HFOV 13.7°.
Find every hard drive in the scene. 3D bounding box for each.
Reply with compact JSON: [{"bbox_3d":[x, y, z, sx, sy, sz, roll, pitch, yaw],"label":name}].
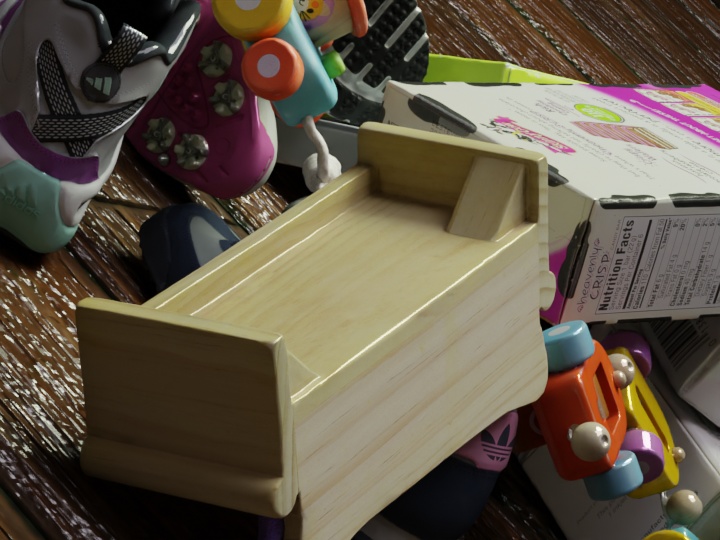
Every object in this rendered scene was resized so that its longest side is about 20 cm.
[{"bbox_3d":[0.044,-0.051,1.552,0.132,0.027,0.200,13,2,23],"label":"hard drive"}]

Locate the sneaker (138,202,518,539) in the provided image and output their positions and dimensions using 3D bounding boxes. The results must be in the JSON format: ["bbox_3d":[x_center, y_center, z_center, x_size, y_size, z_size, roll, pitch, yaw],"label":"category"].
[{"bbox_3d":[-0.010,0.026,1.196,0.200,0.082,0.070,48,18,28],"label":"sneaker"}]

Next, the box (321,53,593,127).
[{"bbox_3d":[0.055,-0.088,1.598,0.122,0.048,0.200,11,1,-38],"label":"box"}]

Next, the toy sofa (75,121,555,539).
[{"bbox_3d":[-0.011,0.027,1.068,0.083,0.098,0.200,11,28,29],"label":"toy sofa"}]

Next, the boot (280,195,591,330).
[{"bbox_3d":[0.000,0.000,1.361,0.200,0.068,0.131,5,14,-41],"label":"boot"}]

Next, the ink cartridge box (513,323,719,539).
[{"bbox_3d":[0.150,0.094,1.403,0.146,0.083,0.200,30,18,-36],"label":"ink cartridge box"}]

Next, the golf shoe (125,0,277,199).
[{"bbox_3d":[-0.079,-0.097,1.414,0.092,0.075,0.200,30,18,-46],"label":"golf shoe"}]

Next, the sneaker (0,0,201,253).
[{"bbox_3d":[-0.107,-0.102,1.205,0.078,0.140,0.200,29,17,-23],"label":"sneaker"}]

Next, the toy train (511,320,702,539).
[{"bbox_3d":[0.102,0.105,1.210,0.150,0.056,0.200,-65,136,-68],"label":"toy train"}]

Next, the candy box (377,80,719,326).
[{"bbox_3d":[0.119,-0.031,1.295,0.200,0.061,0.136,-1,24,-40],"label":"candy box"}]

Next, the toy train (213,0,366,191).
[{"bbox_3d":[-0.024,-0.112,1.273,0.150,0.056,0.200,60,7,-38],"label":"toy train"}]

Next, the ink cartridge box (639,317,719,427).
[{"bbox_3d":[0.206,0.057,1.411,0.200,0.057,0.163,43,12,-27],"label":"ink cartridge box"}]

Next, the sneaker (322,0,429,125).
[{"bbox_3d":[-0.040,-0.150,1.465,0.200,0.074,0.080,47,-2,-34],"label":"sneaker"}]
